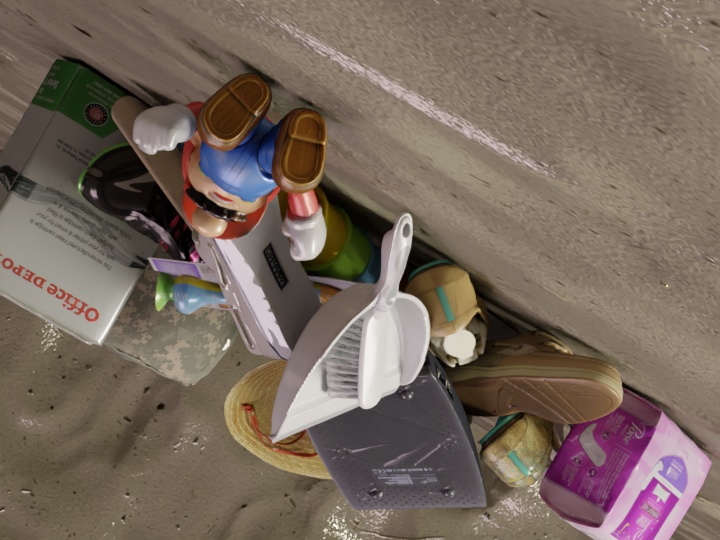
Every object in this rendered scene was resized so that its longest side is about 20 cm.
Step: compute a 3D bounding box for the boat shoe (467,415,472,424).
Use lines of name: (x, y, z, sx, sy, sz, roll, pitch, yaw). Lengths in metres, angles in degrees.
boat shoe: (0.050, 0.121, 1.851, 0.060, 0.073, 0.201, 1, 178, -28)

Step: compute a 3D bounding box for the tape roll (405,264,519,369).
tape roll: (0.055, 0.048, 1.844, 0.199, 0.067, 0.200, 30, 175, 3)

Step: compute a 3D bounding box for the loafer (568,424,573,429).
loafer: (0.232, 0.165, 1.914, 0.068, 0.071, 0.200, 29, 175, 37)

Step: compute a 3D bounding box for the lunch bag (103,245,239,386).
lunch bag: (-0.179, -0.005, 1.926, 0.117, 0.201, 0.164, 25, 174, 41)

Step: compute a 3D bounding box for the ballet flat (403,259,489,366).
ballet flat: (0.070, 0.046, 1.635, 0.200, 0.068, 0.063, 49, -163, -74)

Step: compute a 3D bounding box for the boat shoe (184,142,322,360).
boat shoe: (-0.093, -0.022, 1.513, 0.069, 0.071, 0.201, -4, 121, 38)

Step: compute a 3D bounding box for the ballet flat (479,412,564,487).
ballet flat: (0.147, 0.145, 1.786, 0.070, 0.071, 0.200, 30, -166, 7)

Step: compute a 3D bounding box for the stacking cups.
stacking cups: (0.000, 0.000, 1.656, 0.060, 0.061, 0.200, 26, 171, 42)

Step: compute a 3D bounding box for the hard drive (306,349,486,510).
hard drive: (0.027, 0.132, 1.703, 0.133, 0.043, 0.201, -4, 142, 17)

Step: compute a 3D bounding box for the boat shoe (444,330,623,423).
boat shoe: (0.137, 0.078, 1.659, 0.071, 0.065, 0.199, 41, 154, -31)

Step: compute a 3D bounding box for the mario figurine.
mario figurine: (-0.079, -0.055, 1.309, 0.124, 0.105, 0.200, 65, 167, 2)

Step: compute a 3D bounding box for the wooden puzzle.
wooden puzzle: (-0.098, -0.054, 1.673, 0.200, 0.037, 0.185, 31, -162, -53)

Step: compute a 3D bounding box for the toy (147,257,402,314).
toy: (-0.066, 0.036, 1.605, 0.198, 0.048, 0.115, 11, 164, 7)

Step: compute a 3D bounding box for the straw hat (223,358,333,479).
straw hat: (-0.018, 0.095, 1.774, 0.199, 0.086, 0.202, 7, 143, 5)

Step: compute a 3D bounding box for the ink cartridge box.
ink cartridge box: (-0.244, -0.058, 1.771, 0.146, 0.201, 0.083, 33, 175, -27)

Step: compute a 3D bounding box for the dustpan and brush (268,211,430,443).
dustpan and brush: (0.007, 0.037, 1.499, 0.139, 0.202, 0.057, -20, -141, -37)

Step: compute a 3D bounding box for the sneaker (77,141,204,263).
sneaker: (-0.146, -0.044, 1.724, 0.199, 0.077, 0.084, 28, -169, -30)

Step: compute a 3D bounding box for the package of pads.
package of pads: (0.231, 0.180, 1.776, 0.075, 0.121, 0.200, 28, 175, 27)
